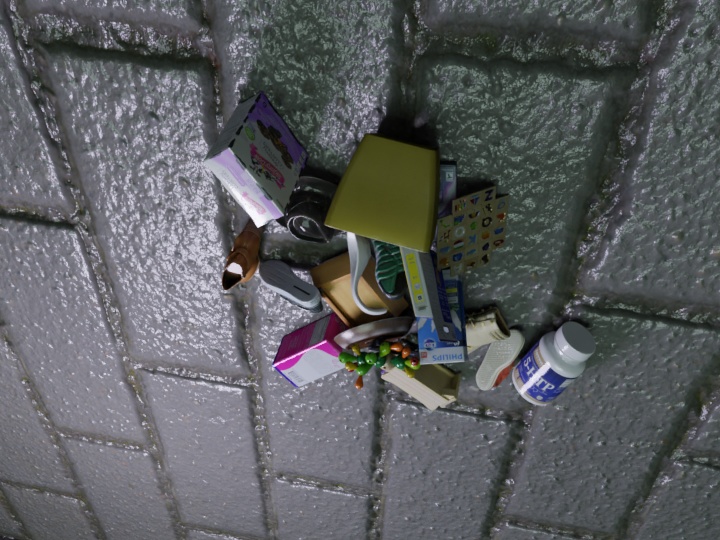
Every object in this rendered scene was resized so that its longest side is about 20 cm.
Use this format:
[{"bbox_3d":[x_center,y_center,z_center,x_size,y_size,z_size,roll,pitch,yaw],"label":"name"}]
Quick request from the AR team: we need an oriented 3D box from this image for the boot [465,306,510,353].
[{"bbox_3d":[0.242,0.116,1.603,0.154,0.073,0.200,-25,123,32],"label":"boot"}]

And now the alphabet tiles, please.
[{"bbox_3d":[0.229,-0.077,1.413,0.164,0.006,0.202,-20,133,-16],"label":"alphabet tiles"}]

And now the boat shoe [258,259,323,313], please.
[{"bbox_3d":[-0.165,0.045,1.601,0.199,0.072,0.071,34,154,36],"label":"boat shoe"}]

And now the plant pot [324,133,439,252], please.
[{"bbox_3d":[0.062,-0.158,1.306,0.197,0.200,0.179,15,102,6],"label":"plant pot"}]

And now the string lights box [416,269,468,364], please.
[{"bbox_3d":[0.179,0.103,1.528,0.101,0.203,0.059,-6,172,17],"label":"string lights box"}]

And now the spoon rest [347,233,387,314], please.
[{"bbox_3d":[0.000,0.000,1.464,0.060,0.203,0.099,-15,173,-13],"label":"spoon rest"}]

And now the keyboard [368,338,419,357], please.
[{"bbox_3d":[0.124,0.185,1.626,0.197,0.021,0.127,12,162,-22],"label":"keyboard"}]

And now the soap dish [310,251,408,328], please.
[{"bbox_3d":[-0.005,0.051,1.604,0.156,0.082,0.200,-21,125,30],"label":"soap dish"}]

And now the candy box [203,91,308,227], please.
[{"bbox_3d":[-0.194,-0.215,1.329,0.071,0.202,0.168,-19,126,29],"label":"candy box"}]

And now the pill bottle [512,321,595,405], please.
[{"bbox_3d":[0.452,0.213,1.603,0.118,0.121,0.201,23,133,-7],"label":"pill bottle"}]

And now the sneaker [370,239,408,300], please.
[{"bbox_3d":[0.067,-0.010,1.452,0.073,0.202,0.088,-12,143,4],"label":"sneaker"}]

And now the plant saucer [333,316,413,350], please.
[{"bbox_3d":[0.035,0.154,1.638,0.197,0.033,0.200,-12,165,-3],"label":"plant saucer"}]

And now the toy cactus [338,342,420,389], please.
[{"bbox_3d":[0.054,0.215,1.583,0.197,0.104,0.165,-10,168,18],"label":"toy cactus"}]

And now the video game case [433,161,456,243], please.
[{"bbox_3d":[0.131,-0.140,1.438,0.141,0.019,0.202,3,131,12],"label":"video game case"}]

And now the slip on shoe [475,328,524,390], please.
[{"bbox_3d":[0.348,0.216,1.680,0.060,0.074,0.202,-4,135,-30],"label":"slip on shoe"}]

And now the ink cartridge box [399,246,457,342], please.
[{"bbox_3d":[0.142,0.052,1.411,0.046,0.203,0.197,-13,169,17],"label":"ink cartridge box"}]

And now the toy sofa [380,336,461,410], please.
[{"bbox_3d":[0.153,0.265,1.756,0.199,0.083,0.097,34,136,-17],"label":"toy sofa"}]

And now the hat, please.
[{"bbox_3d":[-0.099,-0.107,1.460,0.197,0.082,0.202,-1,142,-1],"label":"hat"}]

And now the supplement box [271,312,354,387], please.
[{"bbox_3d":[-0.115,0.205,1.760,0.198,0.104,0.101,-26,120,34],"label":"supplement box"}]

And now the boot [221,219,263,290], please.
[{"bbox_3d":[-0.280,-0.006,1.574,0.073,0.156,0.201,17,134,-2],"label":"boot"}]
